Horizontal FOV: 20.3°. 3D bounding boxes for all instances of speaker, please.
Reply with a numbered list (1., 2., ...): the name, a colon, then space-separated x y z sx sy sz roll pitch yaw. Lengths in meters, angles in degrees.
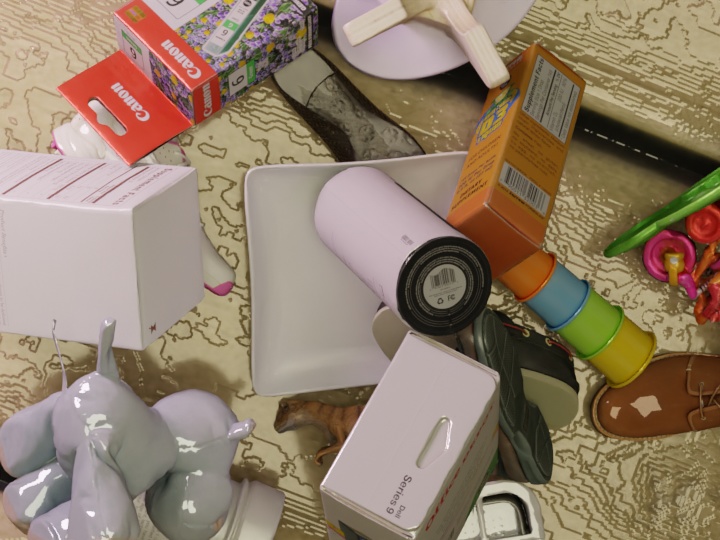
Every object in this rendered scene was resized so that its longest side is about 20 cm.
1. speaker: 0.029 -0.018 1.577 0.080 0.200 0.082 -6 109 -18

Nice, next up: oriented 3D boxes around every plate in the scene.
1. plate: 0.000 0.000 1.699 0.197 0.032 0.202 -5 108 -13

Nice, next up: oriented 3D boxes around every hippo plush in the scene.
1. hippo plush: -0.180 0.141 1.575 0.160 0.158 0.202 4 86 -42

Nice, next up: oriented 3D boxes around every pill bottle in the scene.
1. pill bottle: -0.170 0.193 1.675 0.198 0.114 0.115 20 90 -5

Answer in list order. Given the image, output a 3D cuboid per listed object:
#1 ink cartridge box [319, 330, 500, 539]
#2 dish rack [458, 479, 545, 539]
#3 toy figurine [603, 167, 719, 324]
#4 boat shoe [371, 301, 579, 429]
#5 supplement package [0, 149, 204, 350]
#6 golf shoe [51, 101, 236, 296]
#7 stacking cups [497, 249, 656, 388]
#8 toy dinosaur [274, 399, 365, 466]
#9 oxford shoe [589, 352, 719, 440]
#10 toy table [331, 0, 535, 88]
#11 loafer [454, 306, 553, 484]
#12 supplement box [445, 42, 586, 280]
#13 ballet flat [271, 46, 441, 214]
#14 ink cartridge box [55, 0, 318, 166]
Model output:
1. ink cartridge box: 0.042 0.157 1.558 0.087 0.200 0.146 26 70 12
2. dish rack: 0.081 0.287 1.736 0.170 0.044 0.202 -10 93 -5
3. toy figurine: 0.335 0.008 1.697 0.199 0.150 0.185 -33 92 18
4. boat shoe: 0.097 0.068 1.698 0.200 0.063 0.074 24 130 -20
5. supplement package: -0.239 -0.020 1.613 0.198 0.117 0.118 7 112 20
6. golf shoe: -0.166 -0.066 1.689 0.092 0.075 0.200 -45 96 -5
7. stacking cups: 0.161 0.018 1.706 0.200 0.060 0.061 39 89 -16
8. toy dinosaur: 0.025 0.141 1.706 0.198 0.061 0.107 4 67 -1
9. oxford shoe: 0.296 0.105 1.734 0.198 0.071 0.072 -12 95 -3
10. toy table: 0.070 -0.238 1.679 0.200 0.117 0.184 -40 94 -1
11. loafer: 0.104 0.110 1.652 0.062 0.072 0.201 -6 135 22
12. supplement box: 0.127 -0.092 1.654 0.069 0.066 0.201 37 46 -17
13. ballet flat: -0.005 -0.116 1.718 0.067 0.046 0.200 -44 100 -1
14. ink cartridge box: -0.143 -0.182 1.647 0.199 0.051 0.109 -36 64 -21
